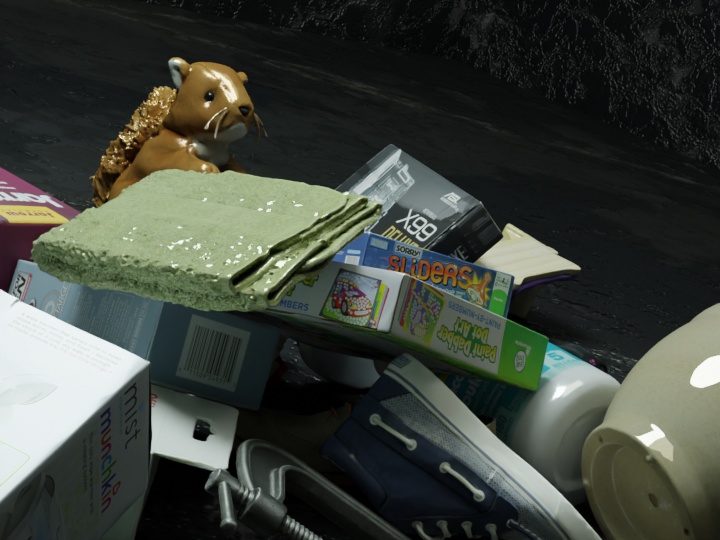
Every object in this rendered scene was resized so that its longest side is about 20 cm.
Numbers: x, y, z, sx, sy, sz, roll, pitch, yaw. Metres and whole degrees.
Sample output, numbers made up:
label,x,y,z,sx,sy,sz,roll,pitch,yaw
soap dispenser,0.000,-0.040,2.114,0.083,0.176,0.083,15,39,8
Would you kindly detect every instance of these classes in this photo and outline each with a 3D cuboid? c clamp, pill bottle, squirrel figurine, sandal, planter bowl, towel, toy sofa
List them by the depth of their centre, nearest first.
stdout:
label,x,y,z,sx,sy,sz,roll,pitch,yaw
c clamp,-0.010,0.161,0.919,0.200,0.027,0.171,35,9,-18
towel,-0.100,-0.020,1.045,0.200,0.037,0.148,9,29,35
planter bowl,0.238,0.136,1.113,0.135,0.200,0.200,-21,31,-25
pill bottle,0.099,0.093,1.238,0.111,0.111,0.200,2,19,-44
sandal,0.169,0.086,1.351,0.075,0.048,0.200,32,-3,-2
squirrel figurine,-0.180,-0.120,1.584,0.141,0.187,0.200,4,18,-40
toy sofa,0.132,0.017,1.622,0.098,0.083,0.200,33,19,21

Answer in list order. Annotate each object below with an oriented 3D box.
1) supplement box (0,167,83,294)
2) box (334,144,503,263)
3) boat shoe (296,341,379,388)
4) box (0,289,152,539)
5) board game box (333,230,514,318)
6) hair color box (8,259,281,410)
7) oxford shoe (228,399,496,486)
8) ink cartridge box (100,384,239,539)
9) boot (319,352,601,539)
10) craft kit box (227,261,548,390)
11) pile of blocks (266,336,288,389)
label,x,y,z,sx,sy,sz,roll,pitch,yaw
supplement box,-0.317,-0.025,1.241,0.200,0.103,0.131,27,16,34
box,0.022,-0.029,1.539,0.050,0.158,0.200,53,-6,-30
boat shoe,0.009,0.058,1.376,0.066,0.070,0.200,5,6,42
box,-0.233,0.085,0.798,0.200,0.097,0.176,21,38,19
board game box,0.000,0.000,1.215,0.135,0.035,0.200,16,-6,-34
hair color box,-0.156,0.042,1.120,0.099,0.061,0.200,20,-7,-39
oxford shoe,-0.002,0.110,1.130,0.200,0.075,0.070,12,15,-16
ink cartridge box,-0.180,0.104,0.971,0.200,0.067,0.116,15,14,-4
boot,0.070,0.154,1.077,0.200,0.090,0.073,43,-8,2
craft kit box,-0.002,0.031,1.127,0.197,0.049,0.200,12,-7,35
pile of blocks,-0.089,0.063,1.271,0.062,0.082,0.200,47,19,-9
